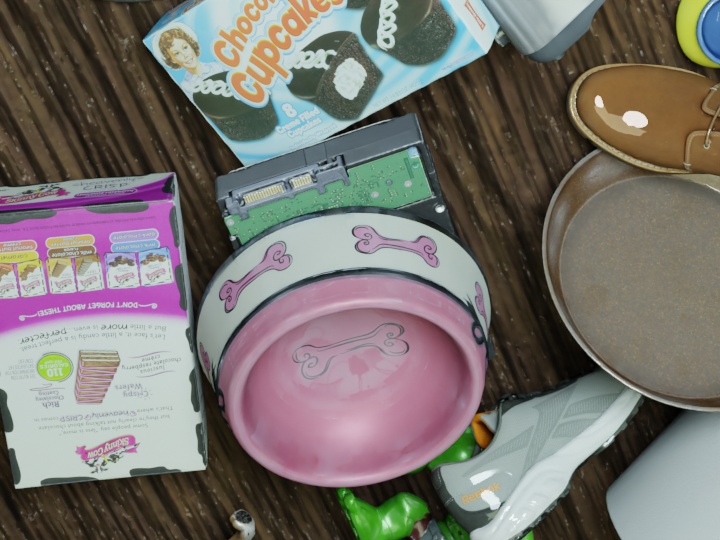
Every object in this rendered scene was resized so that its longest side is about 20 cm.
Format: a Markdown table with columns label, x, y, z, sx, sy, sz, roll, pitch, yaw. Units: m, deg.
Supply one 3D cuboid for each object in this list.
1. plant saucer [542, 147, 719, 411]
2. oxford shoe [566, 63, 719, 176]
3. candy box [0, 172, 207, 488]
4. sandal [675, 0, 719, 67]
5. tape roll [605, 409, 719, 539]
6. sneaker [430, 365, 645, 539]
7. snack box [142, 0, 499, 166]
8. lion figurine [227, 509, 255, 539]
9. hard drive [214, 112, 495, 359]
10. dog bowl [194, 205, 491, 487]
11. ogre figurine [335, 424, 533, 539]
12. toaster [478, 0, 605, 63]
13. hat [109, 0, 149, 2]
| label | x | y | z | sx | sy | sz | roll | pitch | yaw |
| --- | --- | --- | --- | --- | --- | --- | --- | --- | --- |
| plant saucer | 0.210 | 0.004 | 1.053 | 0.198 | 0.202 | 0.035 | 7 | 151 | -7 |
| oxford shoe | 0.232 | -0.093 | 1.041 | 0.198 | 0.071 | 0.072 | 16 | 86 | 0 |
| candy box | -0.179 | 0.041 | 1.090 | 0.135 | 0.061 | 0.202 | -5 | 113 | -2 |
| sandal | 0.307 | -0.156 | 1.025 | 0.198 | 0.087 | 0.080 | -11 | 112 | -1 |
| tape roll | 0.286 | 0.173 | 1.101 | 0.202 | 0.203 | 0.139 | 36 | 108 | -17 |
| sneaker | 0.127 | 0.104 | 1.089 | 0.079 | 0.200 | 0.074 | 45 | 147 | 7 |
| snack box | -0.027 | -0.145 | 0.989 | 0.199 | 0.037 | 0.116 | -24 | 115 | 37 |
| lion figurine | -0.068 | 0.241 | 1.178 | 0.198 | 0.073 | 0.123 | 17 | 122 | -16 |
| hard drive | 0.000 | 0.000 | 1.067 | 0.138 | 0.038 | 0.201 | -18 | 131 | 5 |
| dog bowl | -0.006 | 0.059 | 1.044 | 0.198 | 0.074 | 0.201 | -5 | 130 | -6 |
| ogre figurine | 0.062 | 0.187 | 1.139 | 0.119 | 0.201 | 0.098 | -26 | 149 | -8 |
| toaster | 0.125 | -0.234 | 0.965 | 0.129 | 0.114 | 0.200 | 41 | 106 | -16 |
| hat | -0.146 | -0.250 | 0.957 | 0.198 | 0.081 | 0.203 | -1 | 113 | -2 |
